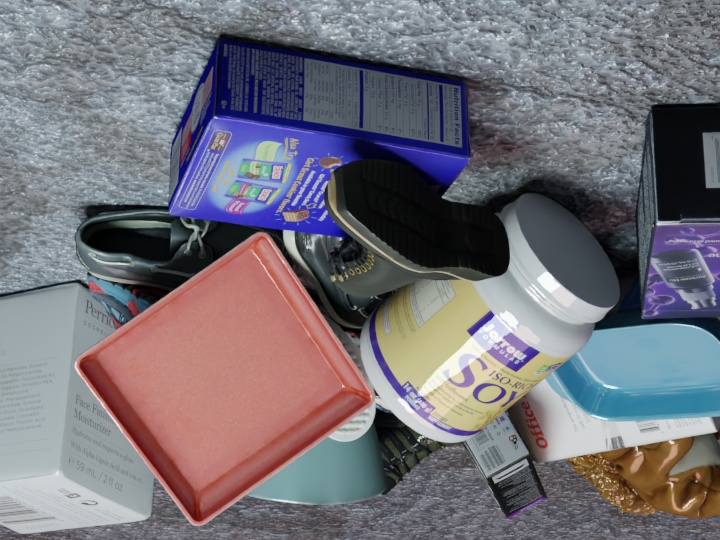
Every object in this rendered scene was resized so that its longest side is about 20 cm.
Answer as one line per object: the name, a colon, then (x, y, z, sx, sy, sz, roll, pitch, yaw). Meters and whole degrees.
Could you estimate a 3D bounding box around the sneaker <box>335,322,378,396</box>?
sneaker: (-0.025, 0.103, 1.740, 0.200, 0.088, 0.074, 28, 170, 1)

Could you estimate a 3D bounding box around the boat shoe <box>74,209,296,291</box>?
boat shoe: (-0.156, -0.019, 1.568, 0.200, 0.073, 0.062, 4, 161, 8)

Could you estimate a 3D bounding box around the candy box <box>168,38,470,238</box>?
candy box: (-0.034, -0.094, 1.380, 0.200, 0.077, 0.169, 9, 154, -15)

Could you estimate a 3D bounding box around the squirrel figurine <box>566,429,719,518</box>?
squirrel figurine: (0.292, 0.196, 1.966, 0.186, 0.142, 0.200, 20, 148, -24)

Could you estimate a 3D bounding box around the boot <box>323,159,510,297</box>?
boot: (0.004, -0.019, 1.369, 0.138, 0.078, 0.200, -15, 154, 36)

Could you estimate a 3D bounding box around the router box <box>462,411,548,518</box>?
router box: (0.107, 0.131, 1.743, 0.051, 0.200, 0.149, -29, 154, -1)

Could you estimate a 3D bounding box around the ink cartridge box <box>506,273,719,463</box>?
ink cartridge box: (0.235, 0.091, 1.701, 0.200, 0.084, 0.146, -14, 112, 33)

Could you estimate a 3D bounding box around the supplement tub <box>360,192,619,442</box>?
supplement tub: (0.112, 0.041, 1.547, 0.145, 0.146, 0.200, 21, 129, -38)

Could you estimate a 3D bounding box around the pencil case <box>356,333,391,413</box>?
pencil case: (-0.052, 0.099, 1.814, 0.200, 0.078, 0.089, 5, -160, -8)

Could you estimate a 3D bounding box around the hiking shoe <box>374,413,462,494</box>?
hiking shoe: (0.046, 0.210, 2.046, 0.200, 0.101, 0.076, -5, 156, 15)

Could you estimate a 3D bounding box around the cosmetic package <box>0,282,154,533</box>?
cosmetic package: (-0.312, 0.141, 1.783, 0.165, 0.200, 0.165, -9, 154, 25)

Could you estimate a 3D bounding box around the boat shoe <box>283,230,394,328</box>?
boat shoe: (0.000, -0.002, 1.595, 0.066, 0.075, 0.199, 3, 150, 27)

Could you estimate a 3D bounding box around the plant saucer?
plant saucer: (-0.118, 0.092, 1.556, 0.200, 0.037, 0.200, -35, 114, -4)

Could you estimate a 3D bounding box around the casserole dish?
casserole dish: (0.257, 0.081, 1.585, 0.200, 0.039, 0.121, -7, 131, 37)

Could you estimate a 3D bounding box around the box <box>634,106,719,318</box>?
box: (0.303, -0.044, 1.444, 0.148, 0.104, 0.200, -2, 156, 6)

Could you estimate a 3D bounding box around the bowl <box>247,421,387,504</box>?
bowl: (-0.065, 0.170, 1.902, 0.200, 0.105, 0.201, 7, -170, -1)

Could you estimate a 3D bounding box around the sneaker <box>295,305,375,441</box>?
sneaker: (-0.059, 0.068, 1.657, 0.075, 0.200, 0.105, -37, -176, -10)

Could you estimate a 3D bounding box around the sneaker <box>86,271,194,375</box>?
sneaker: (-0.208, 0.055, 1.641, 0.079, 0.096, 0.200, 9, -172, -29)
